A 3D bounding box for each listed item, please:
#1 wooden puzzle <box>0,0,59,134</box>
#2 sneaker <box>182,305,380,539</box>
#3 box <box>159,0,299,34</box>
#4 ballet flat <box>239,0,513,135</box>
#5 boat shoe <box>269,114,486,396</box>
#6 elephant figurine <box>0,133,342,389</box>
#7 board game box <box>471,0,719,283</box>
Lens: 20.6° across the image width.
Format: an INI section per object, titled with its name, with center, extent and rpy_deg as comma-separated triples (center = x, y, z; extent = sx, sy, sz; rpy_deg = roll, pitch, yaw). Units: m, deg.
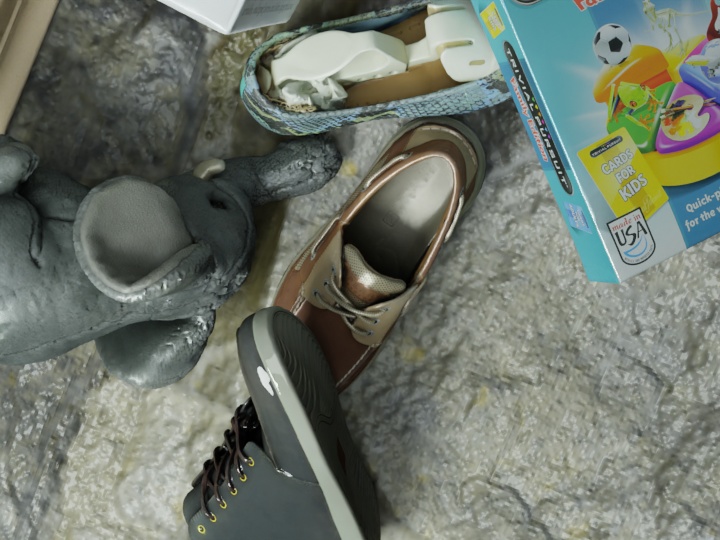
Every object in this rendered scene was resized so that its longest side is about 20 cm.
[wooden puzzle]
center = -0.235, -0.096, 1.058
extent = 0.046, 0.200, 0.186
rpy_deg = 23, 94, 6
[sneaker]
center = -0.062, 0.107, 1.122
extent = 0.106, 0.075, 0.200
rpy_deg = -10, 132, 10
[box]
center = -0.065, -0.236, 0.985
extent = 0.130, 0.199, 0.200
rpy_deg = 26, 100, 2
[ballet flat]
center = 0.028, -0.120, 1.101
extent = 0.199, 0.074, 0.074
rpy_deg = -16, 99, 7
[boat shoe]
center = 0.000, 0.000, 1.128
extent = 0.076, 0.072, 0.200
rpy_deg = 29, 105, -1
[elephant figurine]
center = -0.124, -0.007, 1.103
extent = 0.199, 0.142, 0.156
rpy_deg = 7, 96, 8
[board game box]
center = 0.158, -0.115, 1.078
extent = 0.151, 0.047, 0.200
rpy_deg = -27, 99, -14
